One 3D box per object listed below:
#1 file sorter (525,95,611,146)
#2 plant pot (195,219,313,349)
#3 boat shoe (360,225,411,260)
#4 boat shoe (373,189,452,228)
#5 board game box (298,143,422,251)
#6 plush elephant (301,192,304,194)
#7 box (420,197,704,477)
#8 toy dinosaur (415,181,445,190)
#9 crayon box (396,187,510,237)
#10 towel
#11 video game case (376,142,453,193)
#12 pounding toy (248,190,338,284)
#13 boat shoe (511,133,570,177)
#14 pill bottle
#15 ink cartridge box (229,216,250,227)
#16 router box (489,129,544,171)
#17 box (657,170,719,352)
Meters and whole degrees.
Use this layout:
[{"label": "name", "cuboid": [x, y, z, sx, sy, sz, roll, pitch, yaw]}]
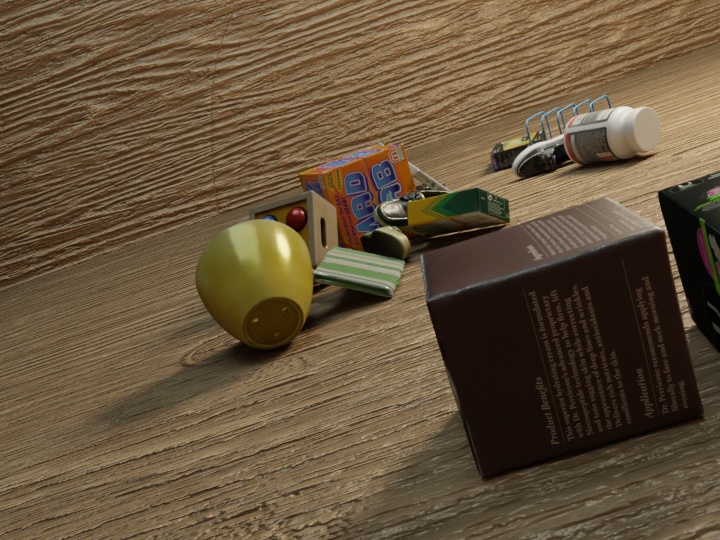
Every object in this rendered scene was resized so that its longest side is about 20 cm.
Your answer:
[{"label": "file sorter", "cuboid": [0.553, -0.368, 1.993, 0.197, 0.125, 0.138, -6, 18, 42]}, {"label": "plant pot", "cuboid": [-0.156, 0.041, 1.222, 0.197, 0.203, 0.143, -21, 39, -9]}, {"label": "boat shoe", "cuboid": [0.060, -0.058, 1.535, 0.062, 0.074, 0.200, -27, 7, -16]}, {"label": "boat shoe", "cuboid": [0.118, -0.138, 1.604, 0.198, 0.073, 0.066, -10, -27, -34]}, {"label": "board game box", "cuboid": [0.002, -0.155, 1.717, 0.197, 0.204, 0.199, -22, 13, -17]}, {"label": "plush elephant", "cuboid": [-0.102, -0.134, 1.871, 0.198, 0.158, 0.163, -29, 12, -34]}, {"label": "box", "cuboid": [0.171, 0.051, 0.688, 0.196, 0.169, 0.164, -16, 14, 7]}, {"label": "toy dinosaur", "cuboid": [0.167, -0.197, 1.948, 0.100, 0.079, 0.200, 3, 25, 25]}, {"label": "crayon box", "cuboid": [0.181, -0.113, 1.514, 0.197, 0.053, 0.125, -10, -12, 37]}, {"label": "towel", "cuboid": [0.000, 0.000, 1.363, 0.149, 0.024, 0.200, 11, 15, 5]}, {"label": "video game case", "cuboid": [0.143, -0.219, 1.773, 0.022, 0.181, 0.200, -55, 37, 9]}, {"label": "pounding toy", "cuboid": [-0.130, -0.042, 1.507, 0.181, 0.204, 0.142, -13, -21, 24]}, {"label": "boat shoe", "cuboid": [0.475, -0.281, 1.886, 0.197, 0.071, 0.067, -22, 32, -1]}, {"label": "pill bottle", "cuboid": [0.571, -0.308, 1.729, 0.114, 0.118, 0.199, -25, 14, -28]}, {"label": "ink cartridge box", "cuboid": [-0.173, -0.064, 1.686, 0.196, 0.163, 0.047, -20, 14, -6]}, {"label": "router box", "cuboid": [0.464, -0.350, 2.206, 0.154, 0.053, 0.200, -15, 13, 19]}, {"label": "box", "cuboid": [0.366, -0.006, 0.681, 0.122, 0.151, 0.200, -17, 13, 12]}]
